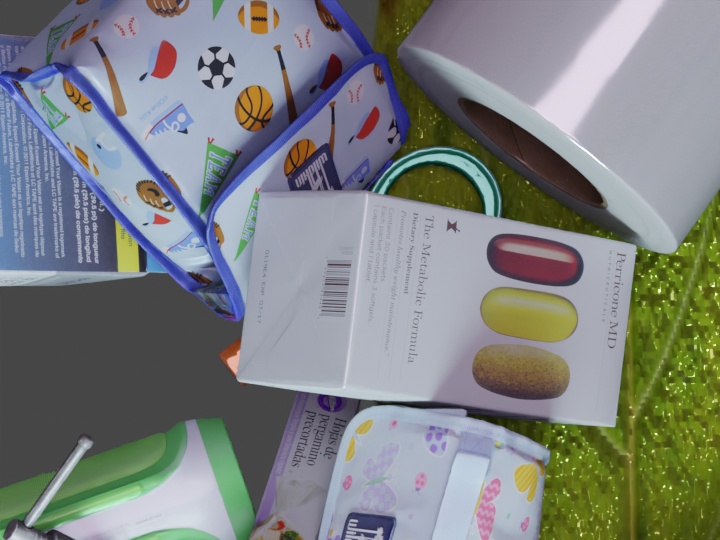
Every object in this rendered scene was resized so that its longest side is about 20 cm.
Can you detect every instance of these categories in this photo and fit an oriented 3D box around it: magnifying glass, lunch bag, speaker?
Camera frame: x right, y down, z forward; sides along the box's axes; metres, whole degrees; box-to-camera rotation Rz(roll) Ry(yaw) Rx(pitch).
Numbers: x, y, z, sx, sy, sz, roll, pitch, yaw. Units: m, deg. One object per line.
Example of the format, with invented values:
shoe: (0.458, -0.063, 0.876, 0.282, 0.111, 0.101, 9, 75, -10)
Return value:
magnifying glass: (0.000, 0.000, 1.781, 0.200, 0.022, 0.080, -38, 86, -4)
lunch bag: (-0.079, -0.095, 1.723, 0.170, 0.124, 0.200, -46, 113, -20)
lunch bag: (0.036, 0.167, 1.673, 0.127, 0.200, 0.170, 14, 84, 0)
speaker: (-0.164, 0.153, 1.727, 0.199, 0.088, 0.089, -19, 84, -3)

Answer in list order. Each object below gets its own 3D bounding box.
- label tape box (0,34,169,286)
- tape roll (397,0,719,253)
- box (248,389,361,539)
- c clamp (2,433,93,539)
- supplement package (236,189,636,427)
label tape box: (-0.198, -0.064, 1.750, 0.200, 0.066, 0.144, 1, 81, -40)
tape roll: (0.140, -0.122, 1.708, 0.202, 0.203, 0.139, 36, 83, 3)
box: (-0.041, 0.150, 1.698, 0.039, 0.042, 0.200, 13, 46, 5)
c clamp: (-0.137, 0.205, 1.692, 0.200, 0.027, 0.171, 35, 108, -28)
supplement package: (0.046, 0.023, 1.687, 0.200, 0.109, 0.114, 9, 86, -36)
